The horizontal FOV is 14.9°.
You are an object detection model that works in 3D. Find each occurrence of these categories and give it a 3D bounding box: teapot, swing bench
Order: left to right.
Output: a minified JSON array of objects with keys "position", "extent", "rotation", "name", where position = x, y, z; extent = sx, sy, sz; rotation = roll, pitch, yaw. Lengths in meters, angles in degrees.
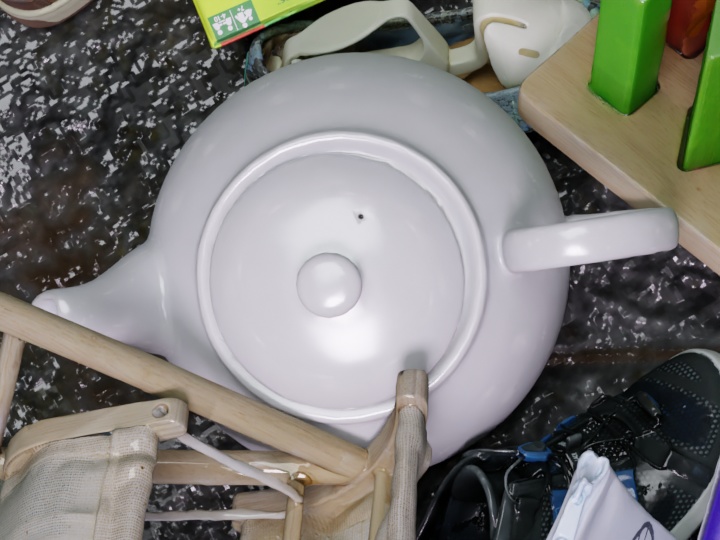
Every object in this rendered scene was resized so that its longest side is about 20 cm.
[{"position":[-0.081,0.136,1.063],"extent":[0.199,0.130,0.200],"rotation":[12,51,-7],"name":"swing bench"},{"position":[0.000,0.000,1.157],"extent":[0.197,0.146,0.200],"rotation":[37,95,2],"name":"teapot"}]

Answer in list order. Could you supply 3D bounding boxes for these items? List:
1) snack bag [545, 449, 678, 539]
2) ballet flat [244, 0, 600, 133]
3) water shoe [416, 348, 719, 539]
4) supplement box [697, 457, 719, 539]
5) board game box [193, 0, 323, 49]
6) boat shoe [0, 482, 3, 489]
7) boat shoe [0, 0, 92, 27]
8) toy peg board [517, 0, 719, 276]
[{"position":[0.073,0.179,1.078],"extent":[0.021,0.200,0.189],"rotation":[23,80,25],"name":"snack bag"},{"position":[0.042,-0.096,1.242],"extent":[0.199,0.074,0.075],"rotation":[-11,70,7],"name":"ballet flat"},{"position":[0.081,0.100,1.158],"extent":[0.200,0.079,0.071],"rotation":[-45,41,-5],"name":"water shoe"},{"position":[0.237,0.139,1.110],"extent":[0.199,0.101,0.104],"rotation":[14,76,16],"name":"supplement box"},{"position":[0.006,-0.187,1.243],"extent":[0.199,0.048,0.102],"rotation":[-22,98,7],"name":"board game box"},{"position":[-0.194,0.108,1.235],"extent":[0.060,0.075,0.201],"rotation":[-39,74,38],"name":"boat shoe"},{"position":[-0.104,-0.203,1.309],"extent":[0.075,0.075,0.203],"rotation":[38,83,20],"name":"boat shoe"},{"position":[0.206,-0.095,1.165],"extent":[0.200,0.098,0.199],"rotation":[40,65,20],"name":"toy peg board"}]
